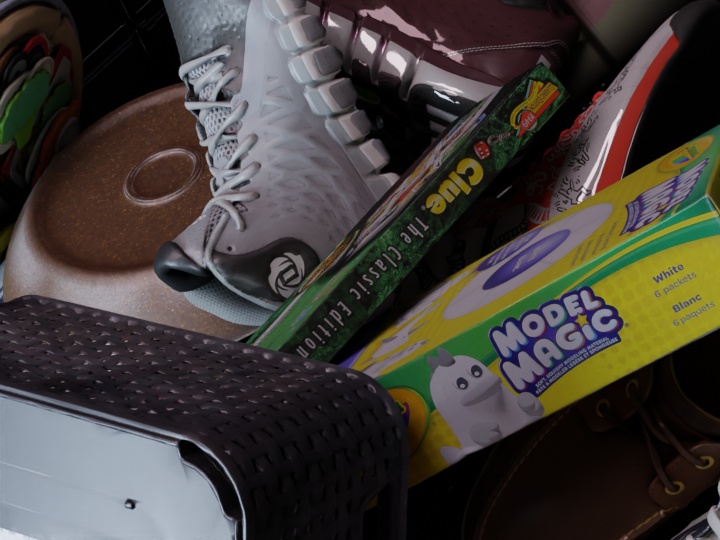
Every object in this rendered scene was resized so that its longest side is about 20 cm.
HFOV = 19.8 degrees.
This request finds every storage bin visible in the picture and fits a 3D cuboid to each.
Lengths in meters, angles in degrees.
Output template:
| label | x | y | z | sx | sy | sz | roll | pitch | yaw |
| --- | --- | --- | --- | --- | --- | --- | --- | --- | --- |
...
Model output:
| label | x | y | z | sx | sy | sz | roll | pitch | yaw |
| --- | --- | --- | --- | --- | --- | --- | --- | --- | --- |
| storage bin | -0.090 | 0.096 | 0.734 | 0.200 | 0.094 | 0.136 | 12 | 108 | 35 |

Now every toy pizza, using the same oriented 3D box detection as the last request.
| label | x | y | z | sx | sy | sz | roll | pitch | yaw |
| --- | --- | --- | --- | --- | --- | --- | --- | --- | --- |
| toy pizza | -0.187 | -0.045 | 1.056 | 0.032 | 0.200 | 0.201 | 22 | 73 | 12 |

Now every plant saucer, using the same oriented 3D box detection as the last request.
| label | x | y | z | sx | sy | sz | roll | pitch | yaw |
| --- | --- | --- | --- | --- | --- | --- | --- | --- | --- |
| plant saucer | -0.091 | -0.035 | 1.012 | 0.200 | 0.037 | 0.201 | -14 | 41 | 13 |

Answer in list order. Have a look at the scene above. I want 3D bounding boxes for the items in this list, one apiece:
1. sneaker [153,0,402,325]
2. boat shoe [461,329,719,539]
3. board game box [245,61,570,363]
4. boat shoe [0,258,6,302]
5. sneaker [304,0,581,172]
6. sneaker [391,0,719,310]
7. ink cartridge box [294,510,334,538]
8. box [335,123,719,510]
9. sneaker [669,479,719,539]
| label | x | y | z | sx | sy | sz | roll | pitch | yaw |
| --- | --- | --- | --- | --- | --- | --- | --- | --- | --- |
| sneaker | -0.057 | -0.051 | 0.911 | 0.115 | 0.200 | 0.075 | -35 | 1 | -27 |
| boat shoe | 0.114 | 0.050 | 0.777 | 0.200 | 0.068 | 0.072 | -42 | 86 | 6 |
| board game box | 0.000 | 0.000 | 0.844 | 0.200 | 0.023 | 0.105 | -47 | 9 | -18 |
| boat shoe | -0.177 | 0.076 | 1.024 | 0.091 | 0.071 | 0.201 | 15 | 70 | 44 |
| sneaker | 0.015 | -0.129 | 0.990 | 0.200 | 0.076 | 0.116 | 27 | 64 | 18 |
| sneaker | 0.083 | -0.032 | 0.884 | 0.108 | 0.067 | 0.202 | 11 | 71 | 42 |
| ink cartridge box | -0.049 | 0.157 | 0.841 | 0.094 | 0.044 | 0.200 | 124 | 167 | -68 |
| box | 0.080 | 0.009 | 0.748 | 0.200 | 0.048 | 0.117 | -28 | 8 | 21 |
| sneaker | 0.139 | 0.080 | 0.707 | 0.199 | 0.130 | 0.080 | -28 | 45 | 23 |
